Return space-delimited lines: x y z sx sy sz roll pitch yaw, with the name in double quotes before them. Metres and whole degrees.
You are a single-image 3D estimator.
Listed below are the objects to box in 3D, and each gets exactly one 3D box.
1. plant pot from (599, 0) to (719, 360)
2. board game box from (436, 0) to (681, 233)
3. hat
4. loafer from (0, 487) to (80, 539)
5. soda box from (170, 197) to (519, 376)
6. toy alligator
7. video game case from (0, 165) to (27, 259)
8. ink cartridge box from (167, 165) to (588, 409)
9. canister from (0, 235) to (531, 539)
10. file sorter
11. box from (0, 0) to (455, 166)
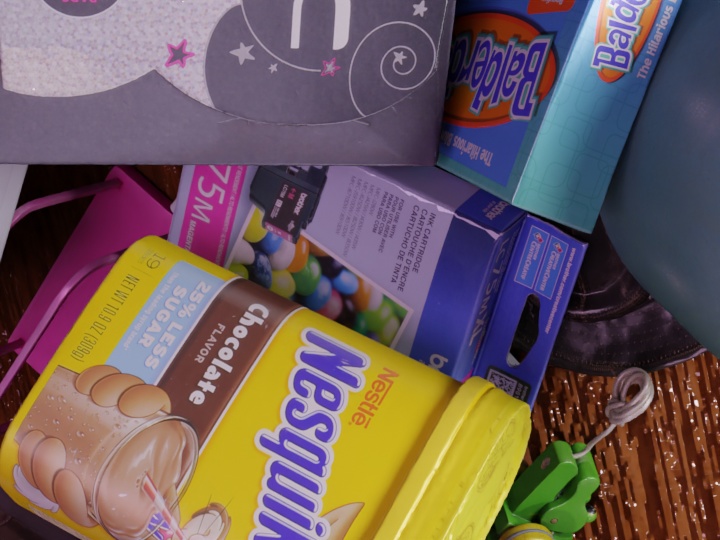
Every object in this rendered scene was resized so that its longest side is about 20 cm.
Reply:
"plant pot" 0.206 -0.030 0.641 0.198 0.161 0.203 -2 112 -4
"board game box" 0.088 -0.132 0.702 0.045 0.152 0.202 17 98 -24
"hat" 0.107 -0.038 0.769 0.199 0.081 0.203 6 104 23
"loafer" -0.173 0.173 0.906 0.200 0.073 0.071 43 85 -24
"soda box" -0.005 0.012 0.839 0.200 0.064 0.068 48 115 7
"toy alligator" 0.094 0.127 0.832 0.054 0.060 0.200 29 118 -31
"video game case" -0.234 -0.018 0.867 0.199 0.018 0.145 -12 61 55
"ink cartridge box" 0.000 0.000 0.770 0.198 0.042 0.120 25 119 15
"canister" -0.044 0.085 0.718 0.199 0.087 0.149 24 69 18
"file sorter" -0.120 0.066 0.867 0.200 0.125 0.139 41 114 10
"box" -0.065 -0.124 0.689 0.198 0.115 0.133 -1 116 -13
